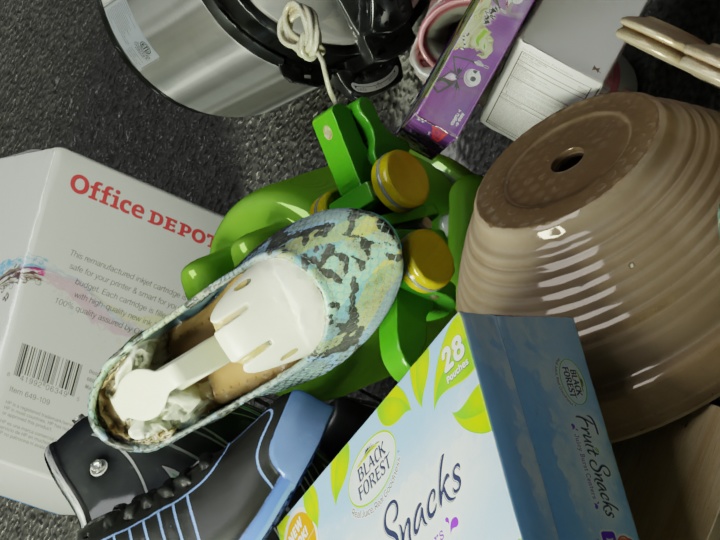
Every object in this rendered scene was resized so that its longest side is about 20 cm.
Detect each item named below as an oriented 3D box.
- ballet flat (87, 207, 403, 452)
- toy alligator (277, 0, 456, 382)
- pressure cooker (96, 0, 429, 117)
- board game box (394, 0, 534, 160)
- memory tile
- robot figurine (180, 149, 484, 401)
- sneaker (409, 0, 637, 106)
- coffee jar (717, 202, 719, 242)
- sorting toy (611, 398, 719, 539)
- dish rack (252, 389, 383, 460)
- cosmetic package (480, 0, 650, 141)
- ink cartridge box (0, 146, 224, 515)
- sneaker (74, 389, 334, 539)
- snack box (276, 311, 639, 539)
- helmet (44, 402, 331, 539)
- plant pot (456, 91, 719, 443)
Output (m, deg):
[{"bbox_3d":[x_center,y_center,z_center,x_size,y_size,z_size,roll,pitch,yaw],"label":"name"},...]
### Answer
[{"bbox_3d":[-0.061,0.036,1.243,0.200,0.074,0.075,-37,44,37],"label":"ballet flat"},{"bbox_3d":[0.010,-0.041,1.265,0.059,0.054,0.201,-30,70,41],"label":"toy alligator"},{"bbox_3d":[-0.048,-0.190,1.537,0.200,0.175,0.179,-21,49,59],"label":"pressure cooker"},{"bbox_3d":[0.080,-0.151,1.272,0.201,0.032,0.120,-61,-2,-4],"label":"board game box"},{"bbox_3d":[0.211,-0.062,1.109,0.200,0.153,0.017,34,100,56],"label":"memory tile"},{"bbox_3d":[0.000,0.000,1.361,0.175,0.200,0.116,-27,85,43],"label":"robot figurine"},{"bbox_3d":[0.065,-0.136,1.416,0.076,0.104,0.200,-62,31,11],"label":"sneaker"},{"bbox_3d":[0.200,0.063,1.061,0.085,0.104,0.201,-7,77,12],"label":"coffee jar"},{"bbox_3d":[0.110,0.152,1.207,0.199,0.069,0.201,19,86,58],"label":"sorting toy"},{"bbox_3d":[-0.038,0.045,1.508,0.153,0.054,0.201,-33,44,40],"label":"dish rack"},{"bbox_3d":[0.129,-0.158,1.296,0.200,0.050,0.083,-61,0,-29],"label":"cosmetic package"},{"bbox_3d":[-0.193,0.043,1.647,0.146,0.146,0.201,-7,65,55],"label":"ink cartridge box"},{"bbox_3d":[-0.094,0.131,1.245,0.200,0.078,0.070,-55,-1,-2],"label":"sneaker"},{"bbox_3d":[0.044,0.141,1.136,0.200,0.067,0.169,-50,45,47],"label":"snack box"},{"bbox_3d":[-0.085,0.163,1.367,0.200,0.199,0.192,14,86,57],"label":"helmet"},{"bbox_3d":[0.118,-0.018,1.200,0.200,0.093,0.201,-27,27,15],"label":"plant pot"}]
